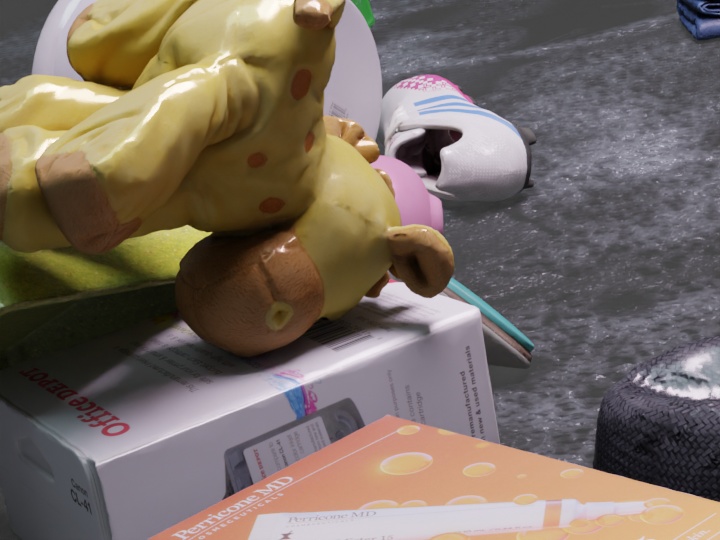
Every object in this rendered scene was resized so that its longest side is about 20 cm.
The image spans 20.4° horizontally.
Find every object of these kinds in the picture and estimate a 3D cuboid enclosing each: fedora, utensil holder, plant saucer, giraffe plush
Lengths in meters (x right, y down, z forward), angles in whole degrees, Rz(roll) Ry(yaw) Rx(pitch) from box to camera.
[{"bbox_3d":[0.158,0.080,0.763,0.198,0.093,0.201,-9,18,3],"label":"fedora"},{"bbox_3d":[-0.108,-0.128,1.426,0.199,0.172,0.169,7,24,38],"label":"utensil holder"},{"bbox_3d":[-0.173,0.028,0.966,0.199,0.048,0.199,-32,-12,33],"label":"plant saucer"},{"bbox_3d":[-0.052,-0.037,0.878,0.199,0.163,0.173,-34,29,-3],"label":"giraffe plush"}]

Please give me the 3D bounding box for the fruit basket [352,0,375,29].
[{"bbox_3d":[-0.088,-0.215,1.856,0.198,0.094,0.185,-21,14,15],"label":"fruit basket"}]

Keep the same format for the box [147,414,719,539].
[{"bbox_3d":[0.041,0.131,0.665,0.124,0.098,0.199,-24,22,-38],"label":"box"}]

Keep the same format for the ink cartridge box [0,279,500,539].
[{"bbox_3d":[-0.056,0.071,0.919,0.199,0.086,0.147,-21,21,-26],"label":"ink cartridge box"}]

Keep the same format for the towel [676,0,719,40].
[{"bbox_3d":[0.376,-0.245,1.731,0.198,0.049,0.112,-10,17,-1],"label":"towel"}]

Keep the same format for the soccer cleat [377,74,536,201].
[{"bbox_3d":[0.044,-0.094,1.391,0.086,0.071,0.200,-5,16,-25],"label":"soccer cleat"}]

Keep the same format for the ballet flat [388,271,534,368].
[{"bbox_3d":[0.000,0.000,1.043,0.064,0.200,0.067,-49,4,2],"label":"ballet flat"}]

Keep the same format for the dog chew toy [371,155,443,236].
[{"bbox_3d":[-0.051,-0.026,1.175,0.198,0.126,0.125,-2,17,-2],"label":"dog chew toy"}]
